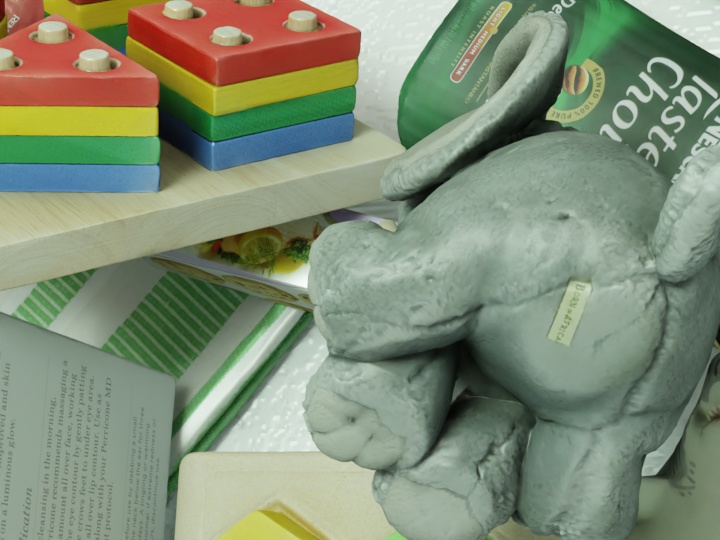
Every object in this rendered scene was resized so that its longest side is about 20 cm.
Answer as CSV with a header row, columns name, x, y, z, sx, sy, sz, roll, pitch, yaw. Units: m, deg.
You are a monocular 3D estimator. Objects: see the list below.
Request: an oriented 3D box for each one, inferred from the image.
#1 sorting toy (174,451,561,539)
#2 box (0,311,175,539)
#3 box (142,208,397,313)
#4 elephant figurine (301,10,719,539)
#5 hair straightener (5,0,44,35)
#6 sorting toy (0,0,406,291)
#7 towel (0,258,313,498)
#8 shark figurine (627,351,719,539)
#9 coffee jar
name,x,y,z,sx,sy,sz,roll,pitch,yaw
sorting toy,-0.006,0.156,0.698,0.199,0.036,0.186,-5,78,40
box,-0.191,0.076,0.762,0.152,0.200,0.107,-6,73,30
box,0.000,0.000,0.807,0.199,0.041,0.039,16,77,17
elephant figurine,0.054,-0.013,0.655,0.154,0.142,0.200,0,29,12
hair straightener,-0.198,-0.053,0.930,0.041,0.077,0.201,29,76,-7
sorting toy,-0.115,-0.078,0.803,0.198,0.070,0.200,-15,31,-32
towel,-0.122,0.008,0.886,0.200,0.023,0.153,35,84,32
shark figurine,0.099,0.086,0.739,0.214,0.128,0.090,-22,23,41
coffee jar,0.117,-0.043,0.772,0.200,0.085,0.104,31,81,31
